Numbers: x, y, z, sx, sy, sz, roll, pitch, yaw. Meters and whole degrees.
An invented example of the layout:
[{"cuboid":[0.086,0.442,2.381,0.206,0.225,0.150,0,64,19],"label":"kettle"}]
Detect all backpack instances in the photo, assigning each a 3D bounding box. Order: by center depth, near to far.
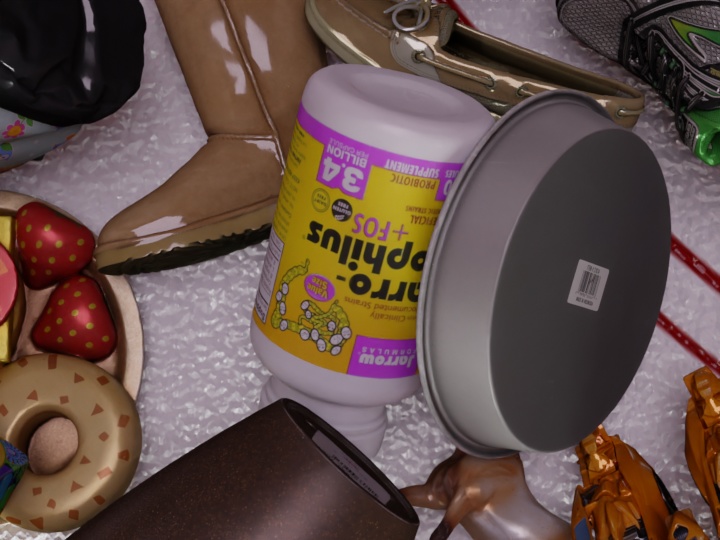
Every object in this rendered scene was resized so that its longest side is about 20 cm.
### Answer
[{"cuboid":[-0.235,-0.114,0.752,0.199,0.167,0.128,-11,65,31],"label":"backpack"}]

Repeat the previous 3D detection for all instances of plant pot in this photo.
[{"cuboid":[-0.068,0.169,0.692,0.187,0.187,0.200,42,93,5],"label":"plant pot"}]

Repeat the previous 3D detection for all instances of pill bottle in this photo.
[{"cuboid":[0.000,0.000,0.748,0.103,0.104,0.202,15,111,2],"label":"pill bottle"}]

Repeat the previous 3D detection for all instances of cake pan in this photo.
[{"cuboid":[0.105,0.007,0.738,0.037,0.200,0.202,16,79,39],"label":"cake pan"}]

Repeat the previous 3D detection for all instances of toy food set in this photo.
[{"cuboid":[-0.221,0.051,0.795,0.196,0.049,0.202,-2,82,-1],"label":"toy food set"}]

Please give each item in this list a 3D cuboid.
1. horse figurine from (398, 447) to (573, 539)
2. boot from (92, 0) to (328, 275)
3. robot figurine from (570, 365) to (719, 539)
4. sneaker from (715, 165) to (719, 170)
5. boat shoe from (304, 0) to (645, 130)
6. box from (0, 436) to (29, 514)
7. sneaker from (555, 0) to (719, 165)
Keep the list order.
[{"cuboid":[0.079,0.155,0.769,0.132,0.050,0.200,-32,75,-36],"label":"horse figurine"},{"cuboid":[-0.096,-0.111,0.816,0.174,0.066,0.202,-17,82,-16],"label":"boot"},{"cuboid":[0.167,0.138,0.707,0.144,0.201,0.058,-29,115,15],"label":"robot figurine"},{"cuboid":[0.249,-0.062,0.794,0.070,0.093,0.201,-29,83,-5],"label":"sneaker"},{"cuboid":[0.064,-0.121,0.802,0.200,0.073,0.063,31,122,1],"label":"boat shoe"},{"cuboid":[-0.290,0.161,0.676,0.121,0.200,0.193,33,103,4],"label":"box"},{"cuboid":[0.185,-0.110,0.753,0.199,0.078,0.085,33,66,29],"label":"sneaker"}]
